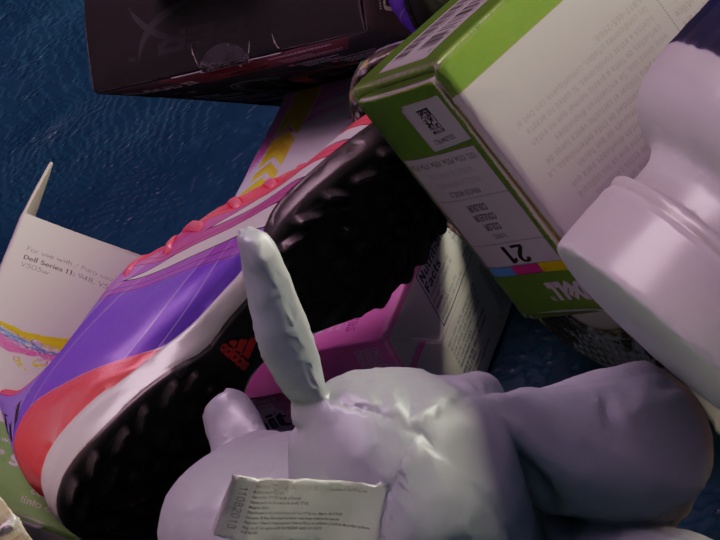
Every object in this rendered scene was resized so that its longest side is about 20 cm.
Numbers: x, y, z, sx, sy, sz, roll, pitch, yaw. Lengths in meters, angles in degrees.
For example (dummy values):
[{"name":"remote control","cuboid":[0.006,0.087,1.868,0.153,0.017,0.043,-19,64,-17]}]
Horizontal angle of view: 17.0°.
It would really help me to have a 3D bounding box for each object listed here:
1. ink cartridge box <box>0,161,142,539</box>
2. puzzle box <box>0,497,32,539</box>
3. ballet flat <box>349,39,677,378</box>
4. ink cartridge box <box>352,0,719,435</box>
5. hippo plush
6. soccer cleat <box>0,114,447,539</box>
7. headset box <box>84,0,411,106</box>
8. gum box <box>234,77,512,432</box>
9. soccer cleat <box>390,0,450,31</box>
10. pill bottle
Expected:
[{"name":"ink cartridge box","cuboid":[-0.131,0.062,0.950,0.200,0.067,0.117,-78,10,-51]},{"name":"puzzle box","cuboid":[-0.166,0.102,0.728,0.133,0.025,0.200,-35,9,-12]},{"name":"ballet flat","cuboid":[0.065,-0.021,0.873,0.072,0.072,0.200,-41,58,-16]},{"name":"ink cartridge box","cuboid":[0.118,-0.030,0.806,0.148,0.200,0.076,-42,12,-18]},{"name":"hippo plush","cuboid":[0.002,0.105,0.746,0.161,0.199,0.160,-25,56,51]},{"name":"soccer cleat","cuboid":[-0.045,0.003,0.840,0.200,0.068,0.073,-46,49,-2]},{"name":"headset box","cuboid":[-0.016,-0.121,1.057,0.148,0.075,0.200,-9,-4,35]},{"name":"gum box","cuboid":[0.000,0.000,0.976,0.113,0.066,0.200,-12,35,30]},{"name":"soccer cleat","cuboid":[0.050,-0.123,0.911,0.073,0.069,0.200,7,21,28]},{"name":"pill bottle","cuboid":[0.153,-0.054,0.712,0.200,0.111,0.111,-48,31,-3]}]
